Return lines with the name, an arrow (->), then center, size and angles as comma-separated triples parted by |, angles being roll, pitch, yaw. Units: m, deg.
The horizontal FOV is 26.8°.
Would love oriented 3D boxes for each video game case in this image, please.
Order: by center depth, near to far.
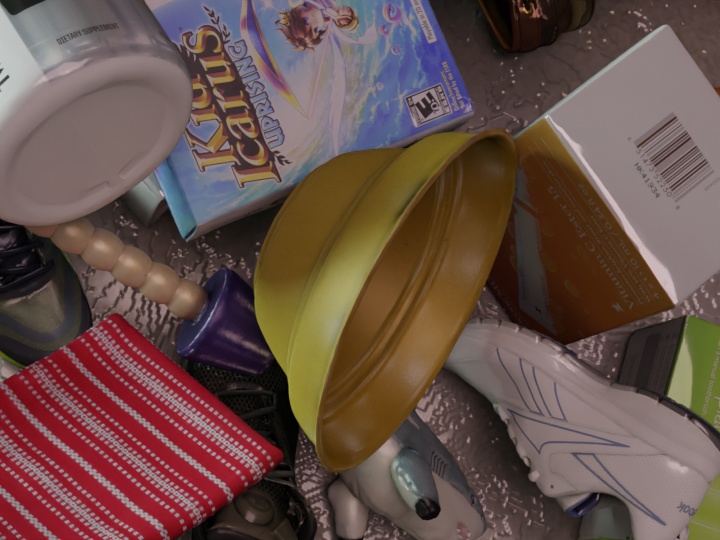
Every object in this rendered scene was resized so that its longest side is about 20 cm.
video game case -> -0.055, -0.144, 0.854 | 0.180, 0.045, 0.202 | -23, 88, -18

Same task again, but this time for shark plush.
shark plush -> 0.007, 0.082, 0.926 | 0.083, 0.091, 0.201 | -17, 69, -41

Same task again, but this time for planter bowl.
planter bowl -> 0.000, 0.000, 0.810 | 0.083, 0.201, 0.202 | 27, 73, 19

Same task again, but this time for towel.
towel -> -0.156, 0.101, 0.777 | 0.144, 0.023, 0.199 | 36, 46, 28

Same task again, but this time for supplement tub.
supplement tub -> -0.179, -0.133, 0.758 | 0.122, 0.123, 0.201 | -28, 67, -17

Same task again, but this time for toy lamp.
toy lamp -> -0.131, -0.004, 0.825 | 0.199, 0.058, 0.059 | 31, 74, -16

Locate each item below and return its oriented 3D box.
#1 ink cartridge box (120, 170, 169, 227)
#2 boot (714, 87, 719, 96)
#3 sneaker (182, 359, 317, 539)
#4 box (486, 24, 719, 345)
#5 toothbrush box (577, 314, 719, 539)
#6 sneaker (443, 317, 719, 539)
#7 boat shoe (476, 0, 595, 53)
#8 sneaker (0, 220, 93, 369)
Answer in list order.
ink cartridge box -> -0.135, -0.150, 0.900 | 0.144, 0.084, 0.200 | -42, 92, -17
boot -> 0.286, -0.119, 1.012 | 0.142, 0.071, 0.204 | 2, 85, -17
sneaker -> -0.062, 0.106, 0.861 | 0.075, 0.114, 0.202 | 5, 75, -14
box -> 0.139, -0.039, 0.892 | 0.097, 0.200, 0.125 | -36, 90, -18
toothbrush box -> 0.256, 0.133, 0.954 | 0.198, 0.086, 0.147 | 22, 76, -11
sneaker -> 0.118, 0.091, 0.891 | 0.199, 0.074, 0.088 | 28, 90, 36
boat shoe -> 0.074, -0.233, 0.976 | 0.067, 0.072, 0.201 | -32, 92, -19
sneaker -> -0.215, -0.032, 0.860 | 0.073, 0.081, 0.201 | -32, 89, -17
